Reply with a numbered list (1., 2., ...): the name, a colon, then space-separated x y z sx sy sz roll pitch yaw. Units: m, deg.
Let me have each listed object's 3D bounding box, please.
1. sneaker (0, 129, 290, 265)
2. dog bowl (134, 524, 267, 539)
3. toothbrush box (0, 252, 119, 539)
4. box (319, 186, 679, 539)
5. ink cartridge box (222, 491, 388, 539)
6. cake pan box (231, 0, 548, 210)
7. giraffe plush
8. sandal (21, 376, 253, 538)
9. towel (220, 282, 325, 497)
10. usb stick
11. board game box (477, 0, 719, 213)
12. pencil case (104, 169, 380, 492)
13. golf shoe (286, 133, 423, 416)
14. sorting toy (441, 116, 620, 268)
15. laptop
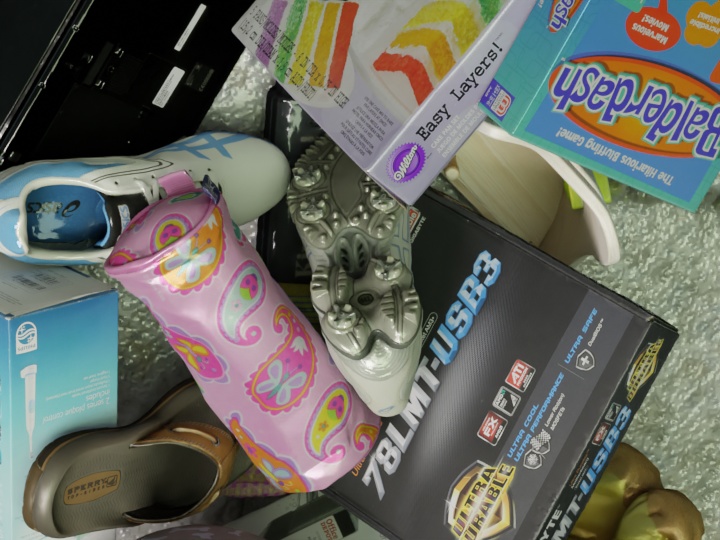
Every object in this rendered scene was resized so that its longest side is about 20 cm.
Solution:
1. sneaker: -0.131 -0.039 1.365 0.198 0.072 0.073 -10 118 -22
2. dog bowl: -0.095 0.244 1.351 0.198 0.059 0.202 1 108 4
3. toothbrush box: -0.223 0.093 1.382 0.085 0.146 0.202 -14 114 -41
4. box: 0.065 0.075 1.379 0.050 0.198 0.201 21 99 -58
5. ink cartridge box: -0.019 0.219 1.451 0.199 0.148 0.083 -26 145 11
6. cake pan box: 0.031 -0.161 1.330 0.184 0.200 0.052 -47 132 6
7. giraffe plush: 0.149 0.232 1.527 0.200 0.173 0.162 -41 134 -6
8. sandal: -0.116 0.116 1.357 0.199 0.054 0.083 -14 115 -48
9. towel: -0.014 0.077 1.468 0.198 0.023 0.145 1 107 -29
10. usb stick: -0.040 -0.025 1.448 0.055 0.033 0.202 0 109 -14
11. board game box: 0.177 -0.146 1.264 0.151 0.045 0.201 18 108 -36
12. pencil case: -0.068 0.039 1.331 0.087 0.088 0.201 -34 114 2
13. golf shoe: 0.000 0.000 1.365 0.077 0.201 0.098 -7 135 4
14. sorting toy: 0.098 -0.074 1.379 0.107 0.180 0.200 -44 112 6
15. laptop: -0.186 -0.150 1.385 0.199 0.103 0.178 21 106 -44
